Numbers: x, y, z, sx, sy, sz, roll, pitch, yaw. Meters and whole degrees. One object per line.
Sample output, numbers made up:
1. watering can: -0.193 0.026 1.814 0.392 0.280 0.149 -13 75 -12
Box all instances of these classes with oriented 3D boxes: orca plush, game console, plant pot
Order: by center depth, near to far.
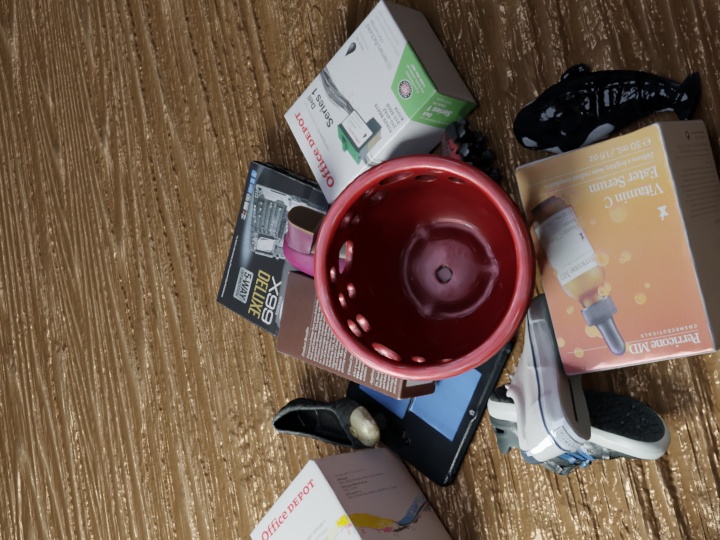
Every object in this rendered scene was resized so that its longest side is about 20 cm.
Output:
1. plant pot: 0.074 -0.002 0.946 0.198 0.182 0.203 0 89 16
2. orca plush: 0.227 -0.155 0.976 0.199 0.071 0.106 12 97 42
3. game console: 0.072 0.120 1.138 0.176 0.031 0.201 35 112 38

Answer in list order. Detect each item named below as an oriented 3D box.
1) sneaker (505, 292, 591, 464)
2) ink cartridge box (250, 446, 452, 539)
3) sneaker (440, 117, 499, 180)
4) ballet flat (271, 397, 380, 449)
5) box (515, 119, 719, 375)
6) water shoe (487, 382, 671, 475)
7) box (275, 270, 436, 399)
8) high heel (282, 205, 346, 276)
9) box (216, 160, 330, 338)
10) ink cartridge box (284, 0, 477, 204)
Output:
1. sneaker: 0.173 0.100 0.961 0.071 0.073 0.201 -34 25 28
2. ink cartridge box: 0.003 0.326 1.118 0.148 0.144 0.201 -51 58 28
3. sneaker: 0.107 -0.062 1.083 0.097 0.071 0.202 -16 79 38
4. ballet flat: -0.039 0.189 1.190 0.199 0.057 0.067 -8 105 58
5. box: 0.252 -0.020 0.909 0.151 0.106 0.202 -17 86 40
6. water shoe: 0.220 0.165 0.991 0.199 0.071 0.080 11 120 44
7. box: -0.001 0.070 1.139 0.199 0.075 0.101 18 102 38
8. high heel: 0.000 0.000 1.125 0.199 0.068 0.096 32 151 16
9. box: -0.100 -0.024 1.285 0.157 0.050 0.202 27 106 39
10. ink cartridge box: 0.018 -0.188 1.158 0.200 0.084 0.147 -44 61 32
